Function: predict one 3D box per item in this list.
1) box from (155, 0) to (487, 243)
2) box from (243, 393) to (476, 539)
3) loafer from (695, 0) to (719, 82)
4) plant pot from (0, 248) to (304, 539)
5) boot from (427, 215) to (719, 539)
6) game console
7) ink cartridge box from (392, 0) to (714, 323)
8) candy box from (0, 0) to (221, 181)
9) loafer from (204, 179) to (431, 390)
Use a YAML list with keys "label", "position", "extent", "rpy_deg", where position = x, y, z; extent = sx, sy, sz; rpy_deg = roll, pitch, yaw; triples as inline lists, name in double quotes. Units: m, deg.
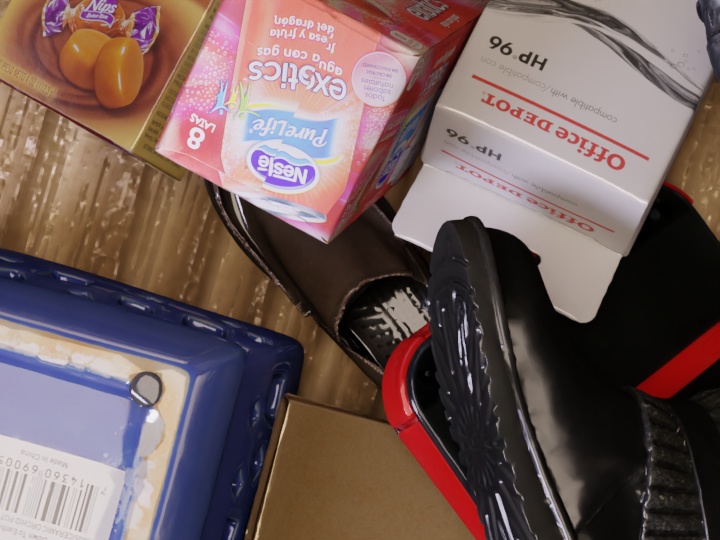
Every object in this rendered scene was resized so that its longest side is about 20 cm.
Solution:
- label: "box"
  position: [-0.014, -0.094, 1.271]
  extent: [0.094, 0.200, 0.103]
  rpy_deg: [28, 107, 5]
- label: "box"
  position: [0.035, 0.164, 1.320]
  extent: [0.199, 0.021, 0.164]
  rpy_deg: [15, 89, -15]
- label: "loafer"
  position: [0.206, -0.121, 1.261]
  extent: [0.068, 0.200, 0.071]
  rpy_deg: [-26, 87, 23]
- label: "plant pot"
  position: [-0.149, 0.100, 1.291]
  extent: [0.199, 0.180, 0.201]
  rpy_deg: [15, 88, 5]
- label: "boot"
  position: [0.126, 0.064, 1.254]
  extent: [0.157, 0.079, 0.212]
  rpy_deg: [-15, 88, -18]
- label: "game console"
  position: [0.126, 0.067, 1.312]
  extent: [0.200, 0.031, 0.177]
  rpy_deg: [-36, 91, -21]
- label: "ink cartridge box"
  position: [0.107, -0.089, 1.300]
  extent: [0.116, 0.068, 0.200]
  rpy_deg: [25, 68, 5]
- label: "candy box"
  position: [-0.096, -0.161, 1.339]
  extent: [0.116, 0.056, 0.201]
  rpy_deg: [28, 88, 31]
- label: "loafer"
  position: [0.000, 0.000, 1.337]
  extent: [0.200, 0.071, 0.073]
  rpy_deg: [44, 91, 4]
